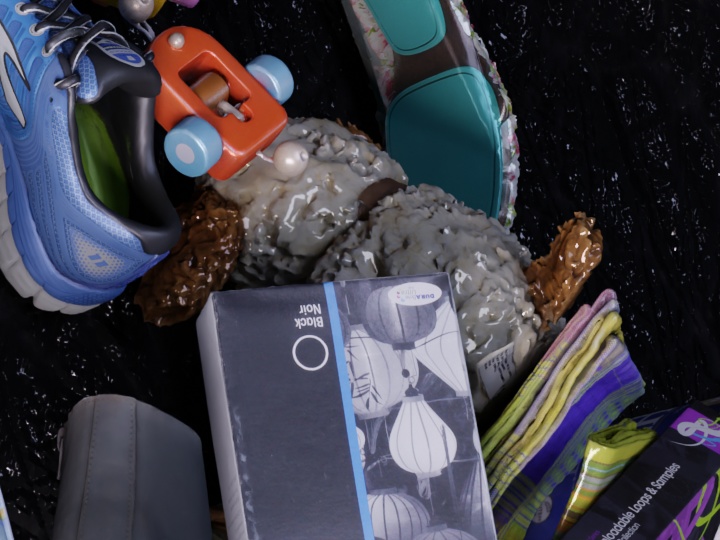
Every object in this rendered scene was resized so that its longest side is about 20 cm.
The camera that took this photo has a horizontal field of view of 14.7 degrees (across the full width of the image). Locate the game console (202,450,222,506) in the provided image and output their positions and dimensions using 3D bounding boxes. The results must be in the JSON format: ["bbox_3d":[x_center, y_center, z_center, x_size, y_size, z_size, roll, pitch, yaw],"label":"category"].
[{"bbox_3d":[-0.039,0.191,1.168,0.200,0.031,0.178,42,48,-31],"label":"game console"}]

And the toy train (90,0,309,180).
[{"bbox_3d":[-0.059,-0.116,1.213,0.150,0.056,0.200,41,46,-1],"label":"toy train"}]

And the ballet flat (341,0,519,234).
[{"bbox_3d":[0.037,-0.098,1.333,0.064,0.075,0.201,-20,96,-66],"label":"ballet flat"}]

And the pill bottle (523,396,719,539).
[{"bbox_3d":[0.173,0.119,1.308,0.119,0.199,0.120,21,61,-44],"label":"pill bottle"}]

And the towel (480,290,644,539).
[{"bbox_3d":[0.073,0.086,1.203,0.144,0.023,0.200,-53,167,-5],"label":"towel"}]

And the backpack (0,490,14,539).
[{"bbox_3d":[-0.208,0.089,0.917,0.183,0.146,0.201,-14,85,-53],"label":"backpack"}]

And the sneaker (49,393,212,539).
[{"bbox_3d":[-0.073,0.133,1.032,0.200,0.074,0.107,86,6,-58],"label":"sneaker"}]

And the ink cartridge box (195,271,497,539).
[{"bbox_3d":[0.001,0.102,1.056,0.099,0.039,0.201,-5,72,-16],"label":"ink cartridge box"}]

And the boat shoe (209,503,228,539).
[{"bbox_3d":[-0.025,0.150,1.122,0.200,0.074,0.076,32,57,-37],"label":"boat shoe"}]

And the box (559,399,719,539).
[{"bbox_3d":[0.095,0.155,1.170,0.200,0.036,0.144,-34,147,-54],"label":"box"}]

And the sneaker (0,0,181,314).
[{"bbox_3d":[-0.122,-0.088,1.125,0.078,0.089,0.201,-27,95,-51],"label":"sneaker"}]

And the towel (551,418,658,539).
[{"bbox_3d":[0.069,0.156,1.184,0.201,0.018,0.086,-66,162,9],"label":"towel"}]

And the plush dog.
[{"bbox_3d":[0.000,0.000,1.200,0.172,0.161,0.200,38,28,13],"label":"plush dog"}]
